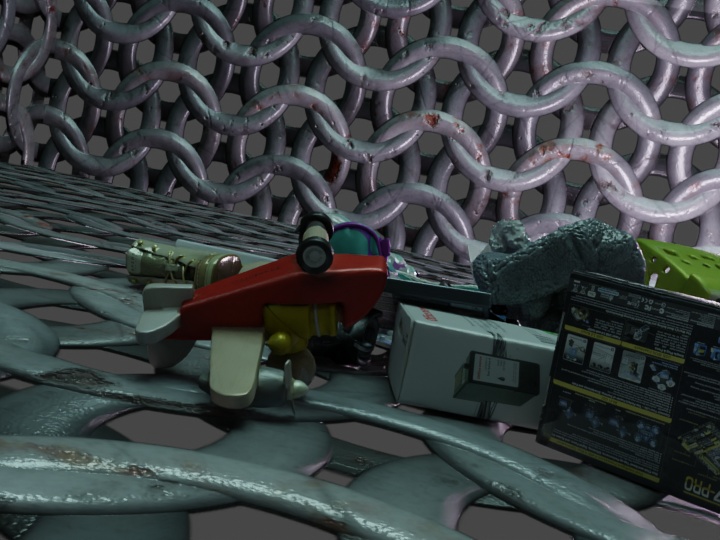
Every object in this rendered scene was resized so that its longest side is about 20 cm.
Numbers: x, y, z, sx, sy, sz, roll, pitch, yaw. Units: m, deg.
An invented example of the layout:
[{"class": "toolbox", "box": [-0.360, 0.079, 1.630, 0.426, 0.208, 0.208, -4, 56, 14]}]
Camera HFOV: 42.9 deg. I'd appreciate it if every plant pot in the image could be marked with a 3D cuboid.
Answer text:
[{"class": "plant pot", "box": [0.484, 0.083, 1.299, 0.198, 0.201, 0.182, 11, 13, -13]}]

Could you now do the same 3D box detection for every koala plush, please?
[{"class": "koala plush", "box": [0.225, 0.018, 1.097, 0.184, 0.178, 0.200, -34, 9, -6]}]

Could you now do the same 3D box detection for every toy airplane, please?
[{"class": "toy airplane", "box": [-0.091, 0.050, 0.791, 0.199, 0.141, 0.200, 3, 34, 47]}]

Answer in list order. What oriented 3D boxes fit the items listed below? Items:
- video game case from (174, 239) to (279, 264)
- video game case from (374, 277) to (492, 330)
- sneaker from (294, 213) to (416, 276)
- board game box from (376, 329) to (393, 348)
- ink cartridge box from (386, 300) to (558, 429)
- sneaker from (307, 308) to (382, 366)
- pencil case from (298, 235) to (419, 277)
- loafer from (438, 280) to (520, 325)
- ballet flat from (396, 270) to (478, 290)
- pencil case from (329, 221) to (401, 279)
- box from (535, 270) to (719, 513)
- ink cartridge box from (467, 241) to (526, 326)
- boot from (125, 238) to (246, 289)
[{"class": "video game case", "box": [-0.164, 0.001, 1.352, 0.199, 0.022, 0.182, 12, -10, -2]}, {"class": "video game case", "box": [0.074, 0.047, 1.042, 0.142, 0.019, 0.200, 9, -14, 8]}, {"class": "sneaker", "box": [-0.013, -0.004, 1.325, 0.200, 0.078, 0.140, 35, 20, 15]}, {"class": "board game box", "box": [0.061, 0.080, 1.248, 0.200, 0.026, 0.200, 15, 6, 33]}, {"class": "ink cartridge box", "box": [0.132, 0.096, 0.918, 0.199, 0.084, 0.146, 12, 4, -3]}, {"class": "sneaker", "box": [-0.038, 0.059, 1.021, 0.114, 0.076, 0.200, 13, 10, -7]}, {"class": "pencil case", "box": [-0.010, 0.005, 1.442, 0.200, 0.087, 0.083, 19, -10, 6]}, {"class": "loafer", "box": [0.174, 0.077, 1.168, 0.200, 0.063, 0.072, 23, 12, -10]}, {"class": "ballet flat", "box": [0.079, 0.042, 1.244, 0.199, 0.070, 0.069, 8, 4, 12]}, {"class": "pencil case", "box": [0.000, 0.000, 1.129, 0.092, 0.085, 0.200, -7, -10, 6]}, {"class": "box", "box": [0.255, 0.098, 0.763, 0.200, 0.162, 0.049, 15, 7, 41]}, {"class": "ink cartridge box", "box": [0.228, 0.027, 1.307, 0.115, 0.068, 0.200, 21, 39, -24]}, {"class": "boot", "box": [-0.230, 0.001, 1.178, 0.154, 0.072, 0.200, 13, -2, 3]}]
